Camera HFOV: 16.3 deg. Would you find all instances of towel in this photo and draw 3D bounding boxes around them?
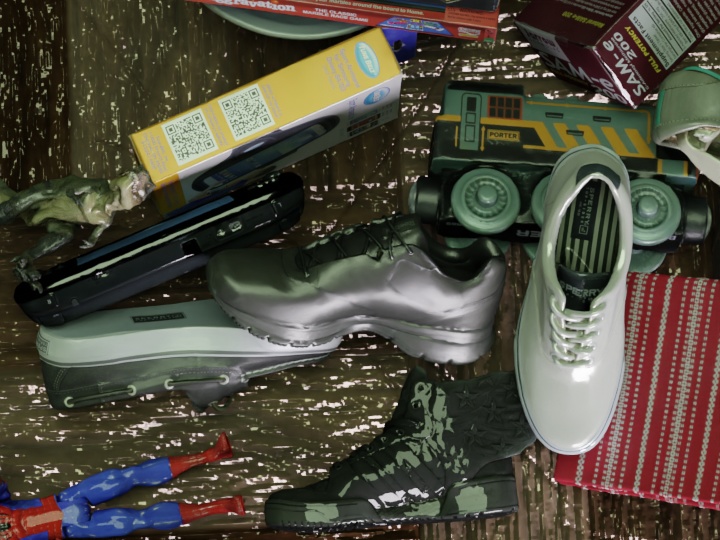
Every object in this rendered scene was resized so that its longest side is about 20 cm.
[{"bbox_3d":[0.215,0.077,1.595,0.199,0.022,0.145,6,86,36],"label":"towel"}]

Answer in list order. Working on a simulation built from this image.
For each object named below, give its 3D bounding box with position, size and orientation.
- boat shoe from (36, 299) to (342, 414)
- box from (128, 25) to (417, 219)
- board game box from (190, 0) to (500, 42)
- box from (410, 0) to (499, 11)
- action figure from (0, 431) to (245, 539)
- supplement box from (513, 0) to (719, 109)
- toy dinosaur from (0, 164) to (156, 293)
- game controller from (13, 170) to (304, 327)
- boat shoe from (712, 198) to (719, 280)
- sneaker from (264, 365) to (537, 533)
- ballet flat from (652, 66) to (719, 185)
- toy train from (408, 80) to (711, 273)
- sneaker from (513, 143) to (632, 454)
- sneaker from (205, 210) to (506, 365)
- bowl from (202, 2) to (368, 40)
[{"bbox_3d":[-0.110,0.062,1.637,0.199,0.070,0.067,-5,109,-13],"label":"boat shoe"},{"bbox_3d":[-0.049,-0.098,1.637,0.199,0.119,0.042,-22,81,-4],"label":"box"},{"bbox_3d":[-0.007,-0.206,1.603,0.199,0.019,0.103,8,61,0],"label":"board game box"},{"bbox_3d":[-0.001,-0.252,1.590,0.199,0.046,0.160,8,62,1],"label":"box"},{"bbox_3d":[-0.178,0.150,1.604,0.199,0.099,0.066,-14,79,-1],"label":"action figure"},{"bbox_3d":[0.208,-0.205,1.660,0.200,0.109,0.061,-45,119,-8],"label":"supplement box"},{"bbox_3d":[-0.206,-0.034,1.598,0.088,0.200,0.048,-47,122,-29],"label":"toy dinosaur"},{"bbox_3d":[-0.130,-0.019,1.630,0.199,0.104,0.042,-22,106,-5],"label":"game controller"},{"bbox_3d":[0.267,0.037,1.639,0.071,0.076,0.201,5,81,-2],"label":"boat shoe"},{"bbox_3d":[0.034,0.112,1.632,0.199,0.060,0.105,-3,81,-7],"label":"sneaker"},{"bbox_3d":[0.277,-0.065,1.622,0.199,0.067,0.064,23,66,-11],"label":"ballet flat"},{"bbox_3d":[0.132,-0.064,1.655,0.199,0.085,0.114,4,70,0],"label":"toy train"},{"bbox_3d":[0.132,0.022,1.577,0.073,0.071,0.201,3,102,7],"label":"sneaker"},{"bbox_3d":[0.000,0.000,1.603,0.199,0.091,0.076,5,38,-19],"label":"sneaker"},{"bbox_3d":[-0.039,-0.240,1.678,0.200,0.090,0.202,0,79,-1],"label":"bowl"}]
